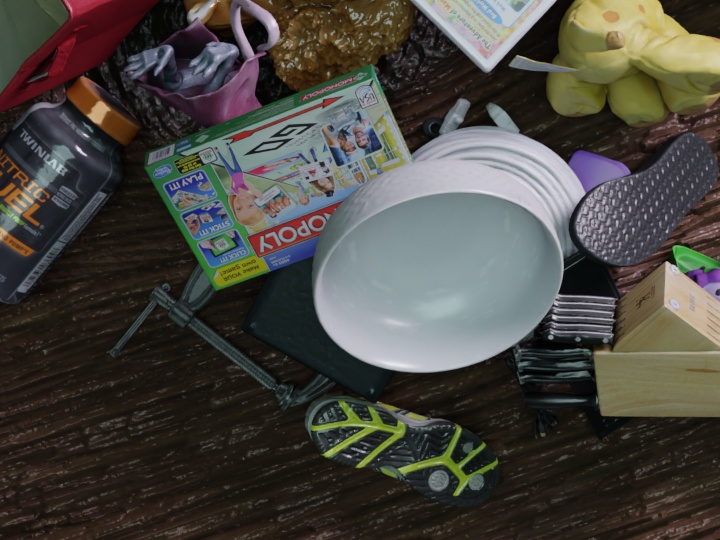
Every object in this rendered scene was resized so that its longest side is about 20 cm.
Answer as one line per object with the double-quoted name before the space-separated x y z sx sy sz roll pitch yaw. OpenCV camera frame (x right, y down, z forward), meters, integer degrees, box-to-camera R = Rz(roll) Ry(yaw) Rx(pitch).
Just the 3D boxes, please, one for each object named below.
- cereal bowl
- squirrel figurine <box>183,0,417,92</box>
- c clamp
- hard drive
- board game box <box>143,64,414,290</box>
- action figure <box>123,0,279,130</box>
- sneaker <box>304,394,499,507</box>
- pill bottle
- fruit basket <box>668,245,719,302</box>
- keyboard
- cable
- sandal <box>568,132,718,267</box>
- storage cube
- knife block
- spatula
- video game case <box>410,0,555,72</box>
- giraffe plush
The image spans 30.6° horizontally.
"cereal bowl" 0.058 -0.013 1.058 0.199 0.083 0.200 -3 133 -4
"squirrel figurine" -0.057 -0.241 1.140 0.186 0.142 0.200 -26 92 10
"c clamp" -0.105 0.058 1.228 0.200 0.027 0.171 32 91 -1
"hard drive" 0.000 0.000 1.148 0.139 0.033 0.200 29 106 0
"board game box" -0.057 -0.072 1.077 0.199 0.029 0.135 -20 122 10
"action figure" -0.110 -0.137 1.145 0.149 0.200 0.134 -45 50 0
"sneaker" 0.041 0.156 1.212 0.200 0.076 0.076 26 94 -20
"pill bottle" -0.284 -0.076 1.174 0.106 0.106 0.200 40 95 -3
"fruit basket" 0.374 0.027 1.159 0.215 0.156 0.216 3 112 8
"keyboard" 0.190 0.079 1.178 0.127 0.021 0.200 -32 123 -1
"cable" 0.110 -0.027 1.178 0.200 0.069 0.200 39 104 -4
"sandal" 0.245 -0.056 1.154 0.200 0.048 0.075 -31 95 -37
"storage cube" -0.274 -0.261 1.088 0.171 0.180 0.200 -34 94 40
"knife block" 0.232 0.086 1.101 0.200 0.064 0.176 35 127 -11
"spatula" 0.151 -0.101 1.204 0.199 0.021 0.057 20 98 0
"video game case" 0.091 -0.291 1.040 0.200 0.024 0.182 43 99 -4
"giraffe plush" 0.220 -0.231 1.124 0.200 0.172 0.163 13 75 -30
